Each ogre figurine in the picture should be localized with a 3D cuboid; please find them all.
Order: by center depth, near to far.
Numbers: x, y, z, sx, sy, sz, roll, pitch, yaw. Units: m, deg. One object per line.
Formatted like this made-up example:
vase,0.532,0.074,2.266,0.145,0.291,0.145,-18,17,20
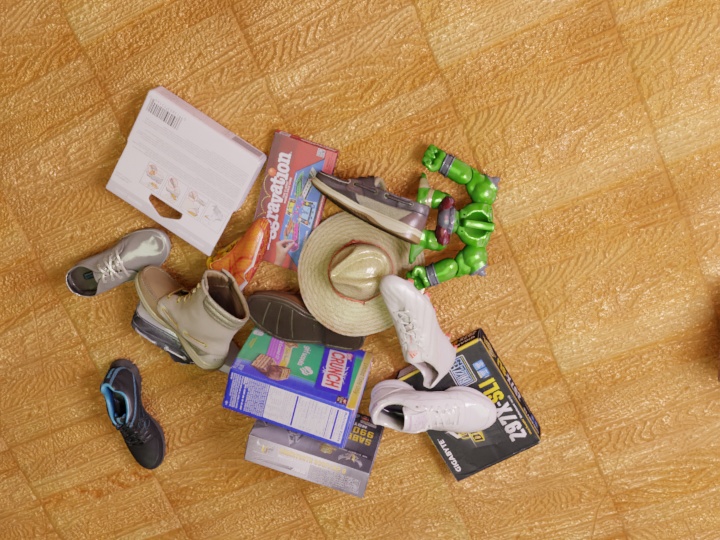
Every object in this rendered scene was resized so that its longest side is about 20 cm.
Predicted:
ogre figurine,0.134,-0.068,1.353,0.117,0.098,0.205,9,75,6

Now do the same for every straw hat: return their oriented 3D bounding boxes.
straw hat,0.000,0.000,1.379,0.196,0.085,0.206,0,88,2

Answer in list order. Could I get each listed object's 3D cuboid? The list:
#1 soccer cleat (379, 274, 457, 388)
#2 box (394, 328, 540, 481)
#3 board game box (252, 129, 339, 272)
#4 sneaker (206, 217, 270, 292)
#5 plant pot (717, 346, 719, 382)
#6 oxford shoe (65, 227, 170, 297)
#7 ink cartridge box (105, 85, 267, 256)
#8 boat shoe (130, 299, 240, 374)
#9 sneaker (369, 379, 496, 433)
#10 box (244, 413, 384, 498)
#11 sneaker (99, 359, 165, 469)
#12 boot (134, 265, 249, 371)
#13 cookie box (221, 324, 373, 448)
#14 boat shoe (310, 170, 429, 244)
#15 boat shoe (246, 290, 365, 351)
soccer cleat,0.081,0.089,1.361,0.068,0.078,0.201,6,141,43
box,0.171,0.214,1.480,0.158,0.049,0.202,-28,102,17
board game box,-0.106,-0.102,1.434,0.101,0.019,0.204,18,112,5
sneaker,-0.196,-0.009,1.438,0.076,0.073,0.201,32,126,-5
plant pot,0.594,0.103,1.290,0.173,0.200,0.205,10,112,17
oxford shoe,-0.391,-0.008,1.504,0.196,0.058,0.076,-21,102,16
ink cartridge box,-0.267,-0.151,1.434,0.198,0.045,0.178,33,112,-1
boat shoe,-0.283,0.119,1.521,0.197,0.072,0.068,30,118,-5
sneaker,0.107,0.221,1.417,0.195,0.100,0.077,4,109,9
box,-0.069,0.268,1.487,0.196,0.159,0.049,17,112,5
sneaker,-0.392,0.257,1.586,0.072,0.082,0.204,-14,108,13
boot,-0.257,0.039,1.432,0.200,0.072,0.155,48,137,10
cookie box,-0.092,0.169,1.449,0.196,0.172,0.077,18,116,3
boat shoe,0.016,-0.103,1.349,0.198,0.073,0.066,30,89,26
boat shoe,-0.082,0.072,1.469,0.196,0.068,0.073,18,121,2
